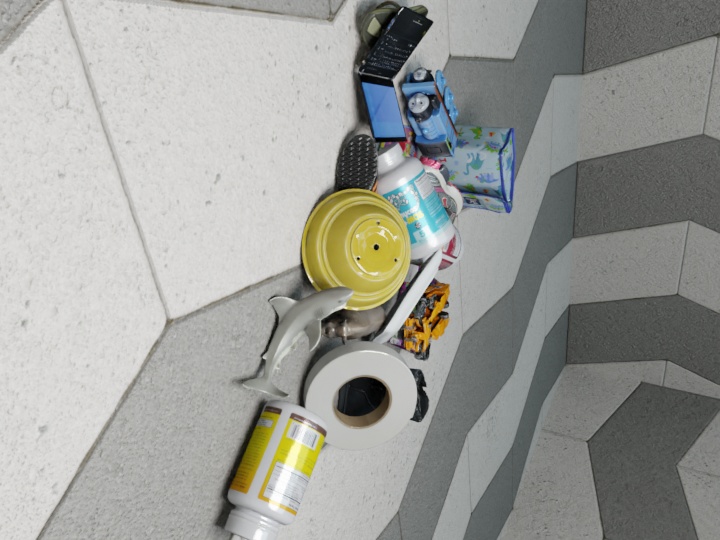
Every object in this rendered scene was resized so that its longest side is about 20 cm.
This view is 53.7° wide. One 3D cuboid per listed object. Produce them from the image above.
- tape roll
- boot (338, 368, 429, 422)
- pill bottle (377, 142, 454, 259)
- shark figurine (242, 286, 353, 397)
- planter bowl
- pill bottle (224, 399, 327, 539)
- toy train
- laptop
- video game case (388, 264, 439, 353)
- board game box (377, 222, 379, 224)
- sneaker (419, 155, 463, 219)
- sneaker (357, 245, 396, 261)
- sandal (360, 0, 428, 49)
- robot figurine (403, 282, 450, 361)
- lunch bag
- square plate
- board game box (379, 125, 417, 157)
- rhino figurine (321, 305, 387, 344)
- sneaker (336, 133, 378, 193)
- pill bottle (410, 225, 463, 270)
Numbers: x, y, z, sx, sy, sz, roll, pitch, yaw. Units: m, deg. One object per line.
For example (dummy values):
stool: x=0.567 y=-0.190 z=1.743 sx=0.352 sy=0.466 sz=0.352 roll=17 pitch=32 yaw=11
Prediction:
tape roll: x=0.000 y=0.221 z=1.240 sx=0.037 sy=0.200 sz=0.205 roll=-116 pitch=-157 yaw=-66
boot: x=0.043 y=0.268 z=1.360 sx=0.076 sy=0.166 sz=0.202 roll=-30 pitch=127 yaw=-58
pill bottle: x=0.085 y=-0.130 z=1.306 sx=0.201 sy=0.110 sz=0.111 roll=60 pitch=39 yaw=-14
shark figurine: x=-0.118 y=0.090 z=1.096 sx=0.215 sy=0.128 sz=0.090 roll=-52 pitch=120 yaw=-16
planter bowl: x=0.011 y=-0.036 z=1.150 sx=0.198 sy=0.083 sz=0.203 roll=1 pitch=88 yaw=-24
pill bottle: x=-0.131 y=0.308 z=1.081 sx=0.202 sy=0.108 sz=0.109 roll=-68 pitch=152 yaw=-23
toy train: x=0.142 y=-0.315 z=1.426 sx=0.200 sy=0.086 sz=0.116 roll=48 pitch=46 yaw=-59
laptop: x=0.076 y=-0.337 z=1.250 sx=0.201 sy=0.103 sz=0.177 roll=-52 pitch=170 yaw=22
video game case: x=0.130 y=0.096 z=1.627 sx=0.200 sy=0.035 sz=0.183 roll=33 pitch=68 yaw=-63
board game box: x=0.037 y=-0.042 z=1.391 sx=0.105 sy=0.023 sz=0.202 roll=-48 pitch=141 yaw=-43
sneaker: x=0.146 y=-0.154 z=1.440 sx=0.075 sy=0.080 sz=0.200 roll=-60 pitch=148 yaw=-9
sneaker: x=0.000 y=0.000 z=1.270 sx=0.199 sy=0.088 sz=0.078 roll=-32 pitch=104 yaw=-46
sandal: x=0.052 y=-0.435 z=1.244 sx=0.080 sy=0.057 sz=0.201 roll=-52 pitch=170 yaw=35
robot figurine: x=0.146 y=0.108 z=1.556 sx=0.200 sy=0.058 sz=0.147 roll=-37 pitch=130 yaw=-56
lunch bag: x=0.262 y=-0.221 z=1.629 sx=0.128 sy=0.168 sz=0.201 roll=-60 pitch=150 yaw=-35
square plate: x=0.088 y=0.063 z=1.384 sx=0.199 sy=0.028 sz=0.200 roll=-56 pitch=178 yaw=-18
board game box: x=0.092 y=-0.210 z=1.426 sx=0.200 sy=0.039 sz=0.160 roll=-12 pitch=110 yaw=-63
rhino figurine: x=-0.020 y=0.091 z=1.255 sx=0.200 sy=0.087 sz=0.061 roll=-15 pitch=112 yaw=-62
sneaker: x=-0.003 y=-0.136 z=1.249 sx=0.090 sy=0.069 sz=0.203 roll=-60 pitch=152 yaw=-80
pill bottle: x=0.153 y=-0.059 z=1.529 sx=0.200 sy=0.112 sz=0.114 roll=15 pitch=86 yaw=-65
